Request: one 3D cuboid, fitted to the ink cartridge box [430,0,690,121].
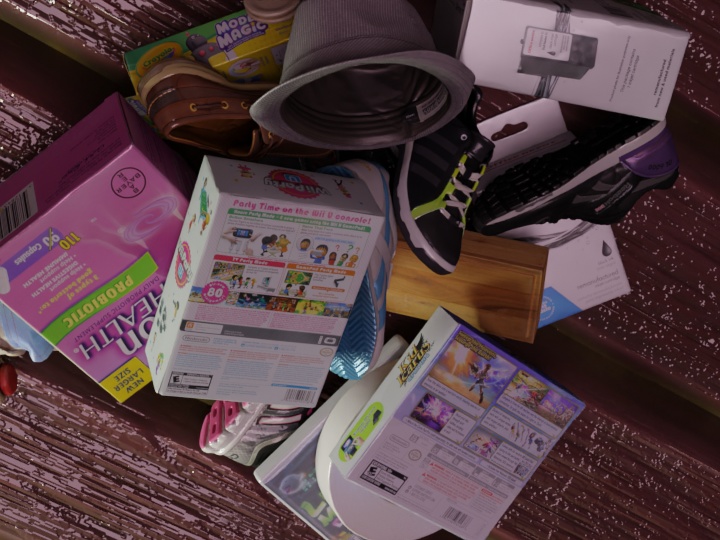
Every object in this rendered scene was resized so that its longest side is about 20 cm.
[{"bbox_3d":[0.171,-0.207,1.191,0.199,0.147,0.084,10,110,-9],"label":"ink cartridge box"}]

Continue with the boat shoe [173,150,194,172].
[{"bbox_3d":[-0.141,-0.029,1.267,0.073,0.063,0.200,-38,112,6],"label":"boat shoe"}]

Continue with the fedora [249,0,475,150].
[{"bbox_3d":[-0.001,-0.171,1.087,0.176,0.091,0.200,-20,161,32],"label":"fedora"}]

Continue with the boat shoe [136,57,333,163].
[{"bbox_3d":[-0.098,-0.122,1.146,0.199,0.068,0.072,10,139,-39],"label":"boat shoe"}]

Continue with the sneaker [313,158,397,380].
[{"bbox_3d":[0.000,0.000,1.197,0.076,0.081,0.201,10,108,29],"label":"sneaker"}]

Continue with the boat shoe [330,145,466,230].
[{"bbox_3d":[0.038,-0.070,1.276,0.074,0.063,0.202,-38,113,6],"label":"boat shoe"}]

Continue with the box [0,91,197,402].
[{"bbox_3d":[-0.209,-0.016,1.152,0.176,0.097,0.200,-36,128,7],"label":"box"}]

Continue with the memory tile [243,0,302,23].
[{"bbox_3d":[-0.007,-0.276,1.145,0.199,0.154,0.017,-10,140,-1],"label":"memory tile"}]

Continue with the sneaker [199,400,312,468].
[{"bbox_3d":[-0.070,0.123,1.335,0.087,0.074,0.200,38,99,-29],"label":"sneaker"}]

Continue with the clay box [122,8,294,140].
[{"bbox_3d":[-0.124,-0.178,1.182,0.199,0.115,0.048,-19,75,1],"label":"clay box"}]

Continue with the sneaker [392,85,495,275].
[{"bbox_3d":[0.080,-0.096,1.203,0.082,0.201,0.072,-19,149,32],"label":"sneaker"}]

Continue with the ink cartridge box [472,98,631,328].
[{"bbox_3d":[0.175,-0.055,1.294,0.115,0.067,0.201,-22,112,2],"label":"ink cartridge box"}]

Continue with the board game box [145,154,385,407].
[{"bbox_3d":[-0.083,0.014,1.117,0.147,0.064,0.201,7,121,-25],"label":"board game box"}]

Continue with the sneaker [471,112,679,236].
[{"bbox_3d":[0.202,-0.067,1.219,0.199,0.076,0.088,-27,118,3],"label":"sneaker"}]

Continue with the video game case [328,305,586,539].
[{"bbox_3d":[0.097,0.154,1.292,0.200,0.045,0.182,33,98,-35],"label":"video game case"}]

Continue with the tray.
[{"bbox_3d":[0.074,0.005,1.266,0.199,0.037,0.099,11,136,11],"label":"tray"}]

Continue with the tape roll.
[{"bbox_3d":[0.052,0.180,1.332,0.202,0.037,0.204,-11,118,-22],"label":"tape roll"}]

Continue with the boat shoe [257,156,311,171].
[{"bbox_3d":[-0.061,-0.046,1.243,0.072,0.063,0.201,-14,100,-26],"label":"boat shoe"}]

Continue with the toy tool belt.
[{"bbox_3d":[-0.321,0.034,1.240,0.122,0.125,0.201,-5,113,4],"label":"toy tool belt"}]

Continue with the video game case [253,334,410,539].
[{"bbox_3d":[0.018,0.187,1.353,0.200,0.023,0.182,-44,125,-1],"label":"video game case"}]
